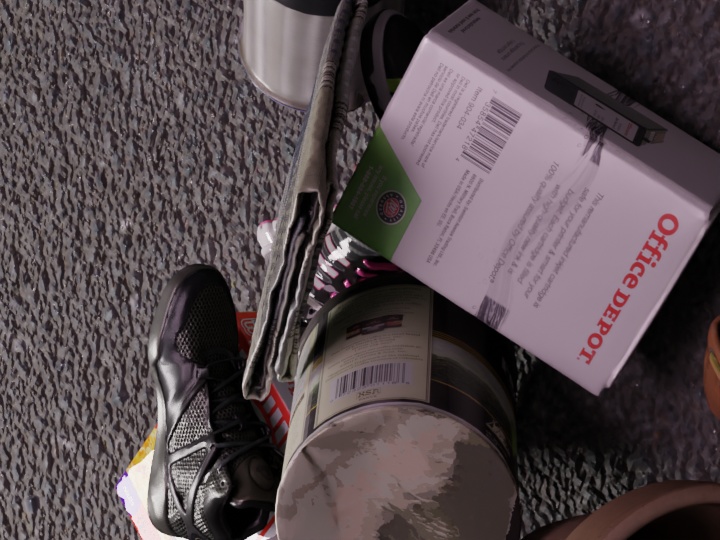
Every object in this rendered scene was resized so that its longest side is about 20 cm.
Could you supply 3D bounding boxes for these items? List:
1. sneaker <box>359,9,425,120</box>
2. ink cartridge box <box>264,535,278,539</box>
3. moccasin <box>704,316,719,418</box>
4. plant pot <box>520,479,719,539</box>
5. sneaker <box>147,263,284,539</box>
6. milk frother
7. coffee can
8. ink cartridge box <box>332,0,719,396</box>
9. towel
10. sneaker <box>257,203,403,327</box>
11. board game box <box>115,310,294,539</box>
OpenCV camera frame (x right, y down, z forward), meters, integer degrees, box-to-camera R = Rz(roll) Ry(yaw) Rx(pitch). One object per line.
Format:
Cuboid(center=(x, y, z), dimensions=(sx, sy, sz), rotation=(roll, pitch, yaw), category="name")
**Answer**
Cuboid(center=(0.078, -0.087, 1.606), dimensions=(0.083, 0.072, 0.200), rotation=(-25, 101, 33), category="sneaker")
Cuboid(center=(-0.031, 0.297, 1.717), dimensions=(0.147, 0.083, 0.201), rotation=(19, 117, 47), category="ink cartridge box")
Cuboid(center=(0.266, 0.088, 1.399), dimensions=(0.201, 0.074, 0.078), rotation=(49, 167, 43), category="moccasin")
Cuboid(center=(0.160, 0.212, 1.475), dimensions=(0.175, 0.200, 0.201), rotation=(-172, 83, -67), category="plant pot")
Cuboid(center=(-0.092, 0.098, 1.748), dimensions=(0.114, 0.076, 0.200), rotation=(14, 104, 45), category="sneaker")
Cuboid(center=(0.018, -0.228, 1.656), dimensions=(0.188, 0.199, 0.181), rotation=(96, 173, -62), category="milk frother")
Cuboid(center=(0.025, 0.107, 1.561), dimensions=(0.200, 0.146, 0.147), rotation=(-84, 13, -67), category="coffee can")
Cuboid(center=(0.106, -0.044, 1.522), dimensions=(0.200, 0.084, 0.146), rotation=(33, 120, 8), category="ink cartridge box")
Cuboid(center=(-0.029, -0.043, 1.563), dimensions=(0.200, 0.034, 0.193), rotation=(-79, 5, -46), category="towel")
Cuboid(center=(0.000, 0.000, 1.715), dimensions=(0.200, 0.074, 0.088), rotation=(-10, 83, 53), category="sneaker")
Cuboid(center=(-0.088, 0.151, 1.833), dimensions=(0.200, 0.046, 0.152), rotation=(-55, 53, 33), category="board game box")
